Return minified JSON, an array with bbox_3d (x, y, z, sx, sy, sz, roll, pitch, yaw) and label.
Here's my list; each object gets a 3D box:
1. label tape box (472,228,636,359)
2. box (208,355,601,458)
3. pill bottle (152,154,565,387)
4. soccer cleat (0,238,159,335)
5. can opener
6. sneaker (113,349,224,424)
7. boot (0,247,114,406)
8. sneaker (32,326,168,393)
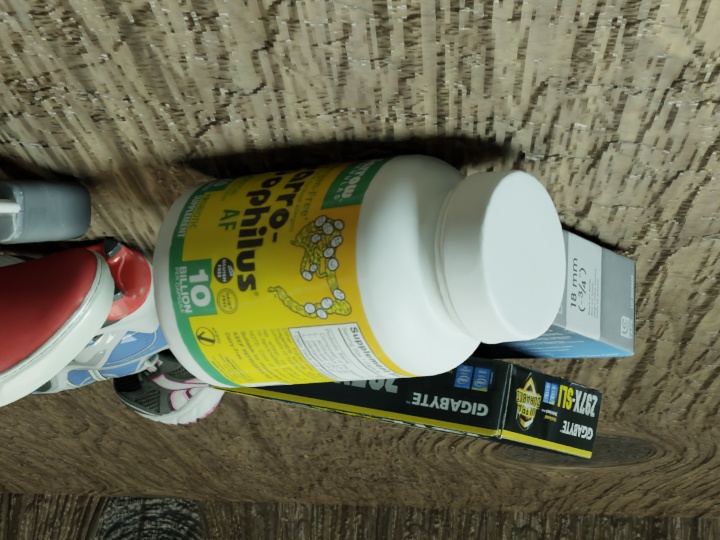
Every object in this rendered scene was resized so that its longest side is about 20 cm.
[{"bbox_3d":[0.056,0.007,1.290,0.143,0.064,0.200,-3,168,32],"label":"label tape box"},{"bbox_3d":[0.030,0.073,1.363,0.199,0.050,0.160,8,173,26],"label":"box"},{"bbox_3d":[0.000,0.000,1.134,0.199,0.114,0.112,-5,167,35],"label":"pill bottle"},{"bbox_3d":[-0.222,0.021,1.404,0.198,0.069,0.085,-5,154,9],"label":"soccer cleat"},{"bbox_3d":[-0.191,-0.047,1.124,0.053,0.067,0.200,-1,-178,13],"label":"can opener"},{"bbox_3d":[-0.126,0.053,1.593,0.086,0.081,0.199,24,150,-33],"label":"sneaker"},{"bbox_3d":[-0.246,0.012,1.197,0.199,0.073,0.145,-24,128,17],"label":"boot"},{"bbox_3d":[-0.183,0.051,1.537,0.077,0.076,0.200,12,168,-23],"label":"sneaker"}]
